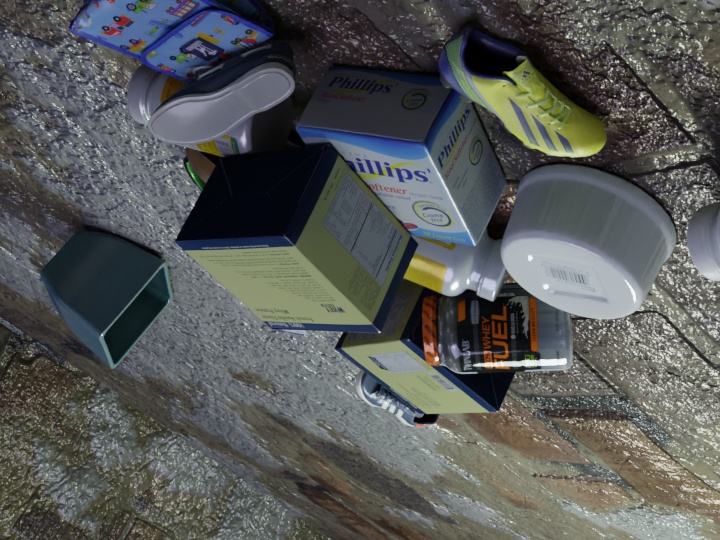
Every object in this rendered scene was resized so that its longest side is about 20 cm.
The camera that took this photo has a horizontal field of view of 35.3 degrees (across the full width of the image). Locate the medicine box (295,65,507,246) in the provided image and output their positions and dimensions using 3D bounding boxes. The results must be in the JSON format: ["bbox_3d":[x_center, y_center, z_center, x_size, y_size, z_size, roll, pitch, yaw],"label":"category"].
[{"bbox_3d":[0.052,-0.137,1.349,0.182,0.103,0.200,12,153,33],"label":"medicine box"}]

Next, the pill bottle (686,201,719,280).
[{"bbox_3d":[0.429,-0.042,1.122,0.111,0.111,0.200,38,155,-23],"label":"pill bottle"}]

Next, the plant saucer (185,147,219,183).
[{"bbox_3d":[-0.167,-0.123,1.567,0.200,0.036,0.200,34,-169,-7],"label":"plant saucer"}]

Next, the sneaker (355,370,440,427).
[{"bbox_3d":[0.077,0.239,2.145,0.084,0.075,0.200,3,156,47],"label":"sneaker"}]

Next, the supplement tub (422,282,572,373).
[{"bbox_3d":[0.188,0.079,1.545,0.199,0.123,0.123,-4,149,10],"label":"supplement tub"}]

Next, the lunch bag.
[{"bbox_3d":[-0.207,-0.295,1.312,0.200,0.094,0.150,29,141,-33],"label":"lunch bag"}]

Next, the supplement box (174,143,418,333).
[{"bbox_3d":[-0.076,-0.034,1.388,0.199,0.135,0.200,-1,145,43],"label":"supplement box"}]

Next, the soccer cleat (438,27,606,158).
[{"bbox_3d":[0.173,-0.182,1.172,0.200,0.065,0.084,30,154,-5],"label":"soccer cleat"}]

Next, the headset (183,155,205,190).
[{"bbox_3d":[-0.196,-0.096,1.703,0.200,0.094,0.123,45,161,-11],"label":"headset"}]

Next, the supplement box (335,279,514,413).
[{"bbox_3d":[0.109,0.112,1.741,0.200,0.135,0.199,39,154,-23],"label":"supplement box"}]

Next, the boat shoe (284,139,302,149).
[{"bbox_3d":[-0.079,-0.134,1.527,0.202,0.075,0.086,37,173,-6],"label":"boat shoe"}]

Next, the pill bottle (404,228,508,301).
[{"bbox_3d":[0.099,-0.033,1.499,0.199,0.112,0.112,23,157,12],"label":"pill bottle"}]

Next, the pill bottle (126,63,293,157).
[{"bbox_3d":[-0.197,-0.210,1.456,0.199,0.113,0.113,16,154,24],"label":"pill bottle"}]

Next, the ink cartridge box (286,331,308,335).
[{"bbox_3d":[-0.171,0.045,2.052,0.099,0.039,0.200,7,148,40],"label":"ink cartridge box"}]

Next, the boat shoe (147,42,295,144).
[{"bbox_3d":[-0.165,-0.211,1.334,0.199,0.062,0.075,-24,135,26],"label":"boat shoe"}]

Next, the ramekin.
[{"bbox_3d":[0.264,-0.028,1.349,0.200,0.098,0.201,23,156,11],"label":"ramekin"}]

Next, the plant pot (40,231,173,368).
[{"bbox_3d":[-0.514,0.036,2.232,0.200,0.196,0.197,35,158,10],"label":"plant pot"}]
